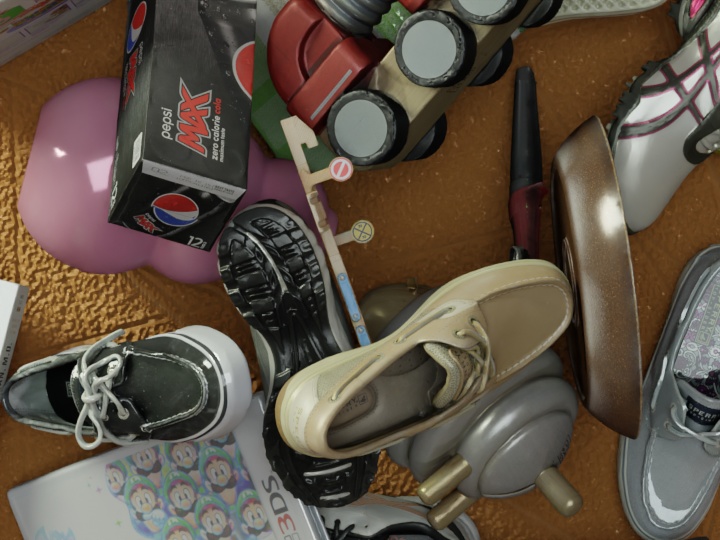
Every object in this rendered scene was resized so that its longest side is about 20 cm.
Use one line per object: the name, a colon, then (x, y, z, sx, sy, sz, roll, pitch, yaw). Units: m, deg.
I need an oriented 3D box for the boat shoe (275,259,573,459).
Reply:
boat shoe: (0.048, 0.056, 1.315, 0.199, 0.065, 0.072, -25, 108, -20)

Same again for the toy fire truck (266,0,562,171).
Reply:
toy fire truck: (-0.005, -0.182, 1.379, 0.200, 0.129, 0.176, 46, 110, 13)

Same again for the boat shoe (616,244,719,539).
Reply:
boat shoe: (0.214, 0.080, 1.460, 0.070, 0.072, 0.202, 14, 90, -1)

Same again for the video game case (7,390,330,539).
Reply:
video game case: (-0.111, 0.193, 1.445, 0.199, 0.024, 0.183, -22, 91, 23)

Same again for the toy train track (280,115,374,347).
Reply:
toy train track: (0.000, 0.000, 1.359, 0.032, 0.115, 0.201, -19, 93, 0)

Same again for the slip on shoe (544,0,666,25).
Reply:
slip on shoe: (0.108, -0.194, 1.465, 0.199, 0.061, 0.074, 0, 104, 12)

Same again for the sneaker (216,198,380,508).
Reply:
sneaker: (-0.031, 0.049, 1.381, 0.074, 0.079, 0.201, -12, 104, 7)

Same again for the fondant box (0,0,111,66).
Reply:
fondant box: (-0.223, -0.173, 1.388, 0.144, 0.200, 0.058, -31, 91, -1)

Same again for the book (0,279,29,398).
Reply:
book: (-0.301, 0.092, 1.456, 0.133, 0.048, 0.201, 13, 87, 10)

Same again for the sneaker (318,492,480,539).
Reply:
sneaker: (-0.020, 0.166, 1.455, 0.199, 0.080, 0.074, 6, 93, 1)

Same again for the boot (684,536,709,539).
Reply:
boot: (0.133, 0.254, 1.453, 0.173, 0.069, 0.201, 2, 127, -23)

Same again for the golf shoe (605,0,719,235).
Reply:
golf shoe: (0.219, -0.107, 1.438, 0.088, 0.077, 0.201, 28, 93, 30)

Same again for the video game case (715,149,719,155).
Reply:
video game case: (0.347, -0.135, 1.484, 0.180, 0.026, 0.201, 24, 89, -1)

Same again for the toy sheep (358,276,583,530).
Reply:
toy sheep: (0.068, 0.083, 1.426, 0.138, 0.138, 0.200, -42, 69, 0)

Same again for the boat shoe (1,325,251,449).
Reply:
boat shoe: (-0.149, 0.073, 1.396, 0.068, 0.199, 0.074, -12, 100, -43)

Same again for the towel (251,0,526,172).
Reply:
towel: (-0.003, -0.167, 1.454, 0.200, 0.031, 0.149, -35, 90, 19)

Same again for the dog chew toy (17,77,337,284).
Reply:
dog chew toy: (-0.113, -0.048, 1.434, 0.199, 0.125, 0.125, 14, 90, -9)

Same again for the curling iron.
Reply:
curling iron: (0.107, -0.049, 1.431, 0.025, 0.050, 0.201, 6, 54, -2)

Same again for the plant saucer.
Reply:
plant saucer: (0.143, 0.006, 1.394, 0.032, 0.200, 0.201, -7, 91, 1)

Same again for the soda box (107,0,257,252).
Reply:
soda box: (-0.105, -0.112, 1.369, 0.071, 0.063, 0.201, 16, 49, -18)
